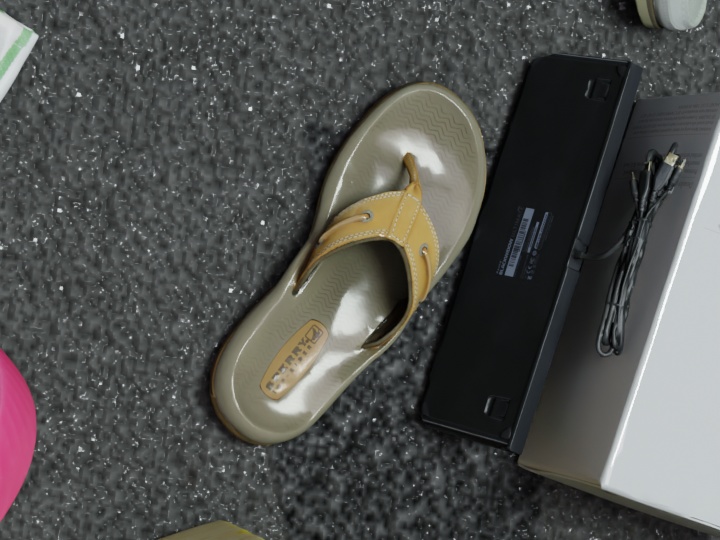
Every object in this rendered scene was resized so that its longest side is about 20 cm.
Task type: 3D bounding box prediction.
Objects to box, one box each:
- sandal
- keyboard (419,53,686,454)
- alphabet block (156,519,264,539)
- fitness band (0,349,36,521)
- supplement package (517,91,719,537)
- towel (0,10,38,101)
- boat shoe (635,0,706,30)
[{"bbox_3d":[0.000,0.000,1.287,0.080,0.054,0.200,37,81,-13],"label":"sandal"},{"bbox_3d":[0.100,-0.008,1.284,0.021,0.127,0.201,20,85,-39],"label":"keyboard"},{"bbox_3d":[-0.108,0.241,1.189,0.199,0.195,0.197,-17,97,-16],"label":"alphabet block"},{"bbox_3d":[-0.231,0.107,1.179,0.200,0.143,0.037,-50,134,-11],"label":"fitness band"},{"bbox_3d":[0.178,0.026,1.303,0.121,0.120,0.201,21,85,-17],"label":"supplement package"},{"bbox_3d":[-0.270,-0.105,1.226,0.200,0.023,0.153,33,83,-14],"label":"towel"},{"bbox_3d":[0.178,-0.208,1.289,0.068,0.075,0.201,13,119,15],"label":"boat shoe"}]
